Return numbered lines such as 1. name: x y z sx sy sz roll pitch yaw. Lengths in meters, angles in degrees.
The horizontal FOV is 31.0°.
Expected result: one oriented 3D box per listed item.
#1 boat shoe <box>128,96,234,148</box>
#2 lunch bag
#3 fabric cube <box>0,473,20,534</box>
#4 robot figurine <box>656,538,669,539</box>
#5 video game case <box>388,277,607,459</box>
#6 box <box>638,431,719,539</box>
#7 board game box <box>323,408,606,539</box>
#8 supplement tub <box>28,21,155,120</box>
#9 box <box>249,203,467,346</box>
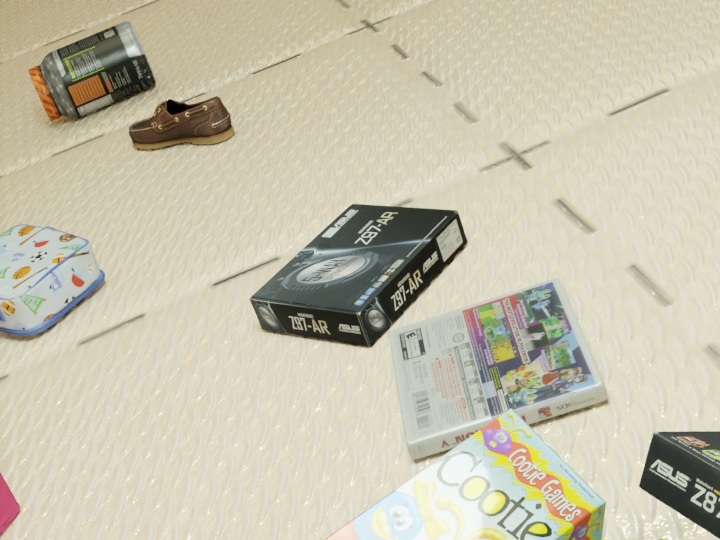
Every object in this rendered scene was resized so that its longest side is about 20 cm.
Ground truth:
1. boat shoe: -0.282 -0.234 2.006 0.198 0.071 0.071 -3 33 32
2. lunch bag: -0.439 0.015 1.665 0.199 0.076 0.160 7 40 40
3. fabric cube: -0.482 0.203 1.223 0.198 0.201 0.196 0 32 34
4. robot figurine: 0.190 0.250 0.776 0.174 0.117 0.200 -6 28 -3
5. video game case: 0.121 0.087 1.216 0.181 0.023 0.200 -18 27 5
6. box: 0.308 0.163 0.850 0.160 0.050 0.200 6 13 -32
7. board game box: 0.064 0.211 0.915 0.199 0.105 0.103 -32 53 -20
8. supplement tub: -0.469 -0.344 2.269 0.199 0.123 0.123 -23 28 -7
9. box: 0.000 0.000 1.427 0.159 0.044 0.200 7 38 40
